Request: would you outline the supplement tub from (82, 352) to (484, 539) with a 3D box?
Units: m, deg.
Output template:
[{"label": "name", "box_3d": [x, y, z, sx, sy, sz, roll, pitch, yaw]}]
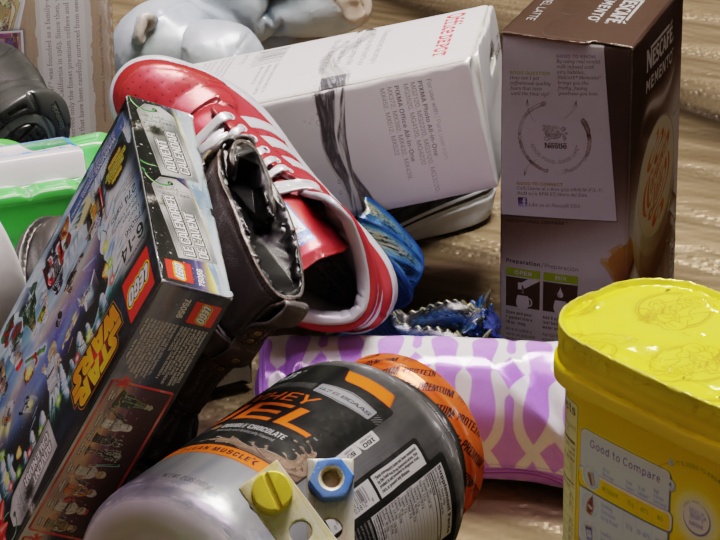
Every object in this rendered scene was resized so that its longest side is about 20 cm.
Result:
[{"label": "supplement tub", "box_3d": [-0.031, 0.121, 1.372, 0.122, 0.123, 0.200, 15, 28, 30]}]

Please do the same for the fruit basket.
[{"label": "fruit basket", "box_3d": [-0.210, -0.041, 1.622, 0.184, 0.094, 0.200, -9, 22, -17]}]

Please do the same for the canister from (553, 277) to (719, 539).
[{"label": "canister", "box_3d": [0.152, 0.122, 1.269, 0.086, 0.201, 0.148, -20, 31, -36]}]

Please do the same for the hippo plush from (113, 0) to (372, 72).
[{"label": "hippo plush", "box_3d": [-0.106, -0.190, 2.003, 0.199, 0.160, 0.161, 26, 43, 12]}]

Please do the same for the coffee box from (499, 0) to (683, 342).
[{"label": "coffee box", "box_3d": [0.134, -0.058, 1.661, 0.079, 0.201, 0.114, 8, 26, 19]}]

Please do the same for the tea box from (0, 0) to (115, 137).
[{"label": "tea box", "box_3d": [-0.235, -0.158, 1.884, 0.133, 0.201, 0.197, -4, 23, -9]}]

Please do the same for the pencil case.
[{"label": "pencil case", "box_3d": [0.036, 0.078, 1.518, 0.198, 0.084, 0.086, -1, 63, 5]}]

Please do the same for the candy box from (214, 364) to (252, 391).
[{"label": "candy box", "box_3d": [-0.179, 0.037, 1.632, 0.199, 0.061, 0.136, -14, 27, -27]}]

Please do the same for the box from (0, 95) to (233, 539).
[{"label": "box", "box_3d": [-0.128, 0.037, 1.363, 0.040, 0.201, 0.137, 15, 35, -26]}]

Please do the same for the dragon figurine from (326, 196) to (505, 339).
[{"label": "dragon figurine", "box_3d": [0.000, 0.000, 1.615, 0.099, 0.200, 0.059, -33, 12, 22]}]

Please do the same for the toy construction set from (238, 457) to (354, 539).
[{"label": "toy construction set", "box_3d": [-0.023, 0.185, 1.209, 0.130, 0.092, 0.201, -25, 65, -8]}]

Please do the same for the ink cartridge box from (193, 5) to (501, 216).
[{"label": "ink cartridge box", "box_3d": [-0.013, -0.086, 1.692, 0.198, 0.084, 0.145, -10, 16, 10]}]

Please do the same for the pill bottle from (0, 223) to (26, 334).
[{"label": "pill bottle", "box_3d": [-0.273, 0.032, 1.434, 0.199, 0.114, 0.114, -27, 34, -27]}]

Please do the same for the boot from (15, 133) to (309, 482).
[{"label": "boot", "box_3d": [-0.095, -0.002, 1.437, 0.069, 0.175, 0.201, 4, 43, -37]}]

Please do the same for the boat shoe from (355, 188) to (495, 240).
[{"label": "boat shoe", "box_3d": [0.001, -0.050, 1.801, 0.199, 0.071, 0.072, -21, 32, -36]}]

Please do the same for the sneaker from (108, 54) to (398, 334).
[{"label": "sneaker", "box_3d": [-0.060, -0.042, 1.523, 0.200, 0.071, 0.112, 42, 5, 1]}]

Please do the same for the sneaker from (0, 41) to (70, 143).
[{"label": "sneaker", "box_3d": [-0.272, -0.065, 1.760, 0.199, 0.076, 0.091, -33, 49, 2]}]
